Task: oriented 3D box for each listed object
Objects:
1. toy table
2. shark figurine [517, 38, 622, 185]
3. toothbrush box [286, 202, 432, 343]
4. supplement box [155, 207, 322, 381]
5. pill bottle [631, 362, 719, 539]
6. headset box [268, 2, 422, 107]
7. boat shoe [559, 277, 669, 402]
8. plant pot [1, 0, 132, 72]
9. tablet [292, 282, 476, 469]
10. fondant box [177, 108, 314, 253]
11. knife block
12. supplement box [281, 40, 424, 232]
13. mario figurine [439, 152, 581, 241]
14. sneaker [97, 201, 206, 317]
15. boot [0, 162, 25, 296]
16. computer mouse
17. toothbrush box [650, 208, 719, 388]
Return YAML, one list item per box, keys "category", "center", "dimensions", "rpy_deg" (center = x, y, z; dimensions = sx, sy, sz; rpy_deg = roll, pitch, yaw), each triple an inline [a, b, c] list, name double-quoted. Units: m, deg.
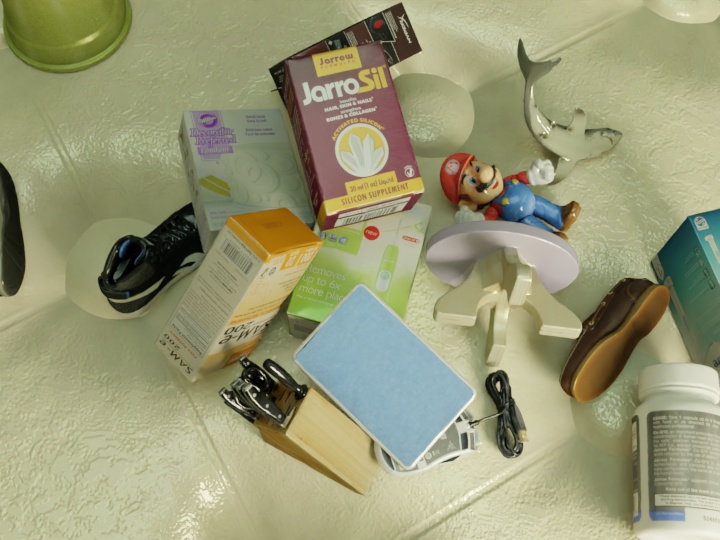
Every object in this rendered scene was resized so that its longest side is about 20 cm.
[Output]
- category: "toy table"
  center: [0.181, 0.025, 1.079]
  dimensions: [0.198, 0.185, 0.118]
  rpy_deg: [-1, 49, 7]
- category: "shark figurine"
  center: [0.265, -0.216, 1.214]
  dimensions: [0.128, 0.214, 0.090]
  rpy_deg: [-47, 32, 10]
- category: "toothbrush box"
  center: [0.000, 0.000, 1.121]
  dimensions: [0.144, 0.086, 0.202]
  rpy_deg: [16, 66, 5]
- category: "supplement box"
  center: [-0.146, 0.027, 1.030]
  dimensions: [0.073, 0.126, 0.201]
  rpy_deg: [42, 115, 15]
- category: "pill bottle"
  center: [0.385, 0.221, 1.020]
  dimensions: [0.112, 0.114, 0.202]
  rpy_deg: [7, 67, 1]
- category: "headset box"
  center: [-0.034, -0.295, 1.205]
  dimensions: [0.199, 0.148, 0.076]
  rpy_deg: [-30, 105, -13]
- category: "boat shoe"
  center: [0.320, 0.087, 1.107]
  dimensions: [0.200, 0.071, 0.070]
  rpy_deg: [-43, 36, -20]
- category: "plant pot"
  center: [-0.453, -0.429, 1.239]
  dimensions: [0.198, 0.185, 0.202]
  rpy_deg: [1, 66, -1]
- category: "tablet"
  center: [0.028, 0.127, 1.029]
  dimensions: [0.200, 0.014, 0.130]
  rpy_deg: [43, 86, 6]
- category: "fondant box"
  center: [-0.159, -0.126, 1.156]
  dimensions: [0.143, 0.058, 0.202]
  rpy_deg: [-6, 59, -23]
- category: "knife block"
  center: [-0.066, 0.177, 0.993]
  dimensions: [0.199, 0.176, 0.064]
  rpy_deg: [27, 69, 10]
- category: "supplement box"
  center: [-0.012, -0.166, 1.066]
  dimensions: [0.130, 0.103, 0.202]
  rpy_deg: [-15, 82, -9]
- category: "mario figurine"
  center: [0.201, -0.101, 1.155]
  dimensions: [0.199, 0.107, 0.124]
  rpy_deg: [27, 34, 2]
- category: "sneaker"
  center: [-0.258, -0.033, 1.113]
  dimensions: [0.073, 0.112, 0.201]
  rpy_deg: [34, 70, 12]
- category: "boot"
  center: [-0.537, -0.041, 1.133]
  dimensions: [0.152, 0.074, 0.205]
  rpy_deg: [-14, 64, -4]
- category: "computer mouse"
  center: [0.108, 0.202, 1.061]
  dimensions: [0.198, 0.044, 0.111]
  rpy_deg: [-14, 74, -13]
- category: "toothbrush box"
  center: [0.466, 0.040, 1.083]
  dimensions: [0.084, 0.147, 0.202]
  rpy_deg: [-12, 67, -6]
